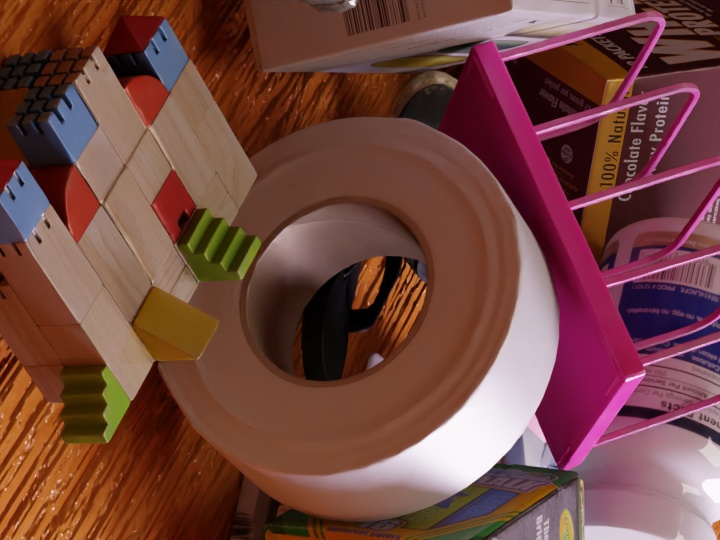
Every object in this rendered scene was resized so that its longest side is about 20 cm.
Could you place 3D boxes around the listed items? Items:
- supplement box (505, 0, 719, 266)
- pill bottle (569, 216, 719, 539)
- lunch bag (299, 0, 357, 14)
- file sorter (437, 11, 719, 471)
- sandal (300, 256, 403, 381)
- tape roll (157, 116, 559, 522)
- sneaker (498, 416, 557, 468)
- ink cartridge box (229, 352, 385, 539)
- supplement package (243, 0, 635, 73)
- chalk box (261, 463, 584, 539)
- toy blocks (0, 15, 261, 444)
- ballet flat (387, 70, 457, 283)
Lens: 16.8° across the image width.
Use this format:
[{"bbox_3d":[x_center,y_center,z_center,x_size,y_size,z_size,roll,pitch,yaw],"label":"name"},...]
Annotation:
[{"bbox_3d":[0.181,-0.069,1.572,0.199,0.133,0.199,-10,122,-31],"label":"supplement box"},{"bbox_3d":[0.179,0.080,1.432,0.116,0.115,0.201,58,43,-53],"label":"pill bottle"},{"bbox_3d":[-0.057,-0.234,1.140,0.164,0.117,0.201,23,69,-43],"label":"lunch bag"},{"bbox_3d":[0.140,-0.021,1.334,0.139,0.125,0.201,113,-43,-63],"label":"file sorter"},{"bbox_3d":[0.000,0.000,1.389,0.201,0.045,0.076,-81,164,-55],"label":"sandal"},{"bbox_3d":[-0.002,0.025,1.253,0.071,0.201,0.204,50,50,-58],"label":"tape roll"},{"bbox_3d":[0.146,0.091,1.732,0.070,0.081,0.202,7,88,-66],"label":"sneaker"},{"bbox_3d":[-0.020,0.154,1.396,0.116,0.066,0.201,38,60,-60],"label":"ink cartridge box"},{"bbox_3d":[0.039,-0.194,1.320,0.200,0.151,0.152,-9,89,-65],"label":"supplement package"},{"bbox_3d":[0.046,0.175,1.322,0.200,0.123,0.125,-20,111,-61],"label":"chalk box"},{"bbox_3d":[-0.124,-0.041,1.118,0.137,0.099,0.201,60,41,-35],"label":"toy blocks"},{"bbox_3d":[0.042,-0.061,1.493,0.200,0.066,0.057,84,-3,-57],"label":"ballet flat"}]
